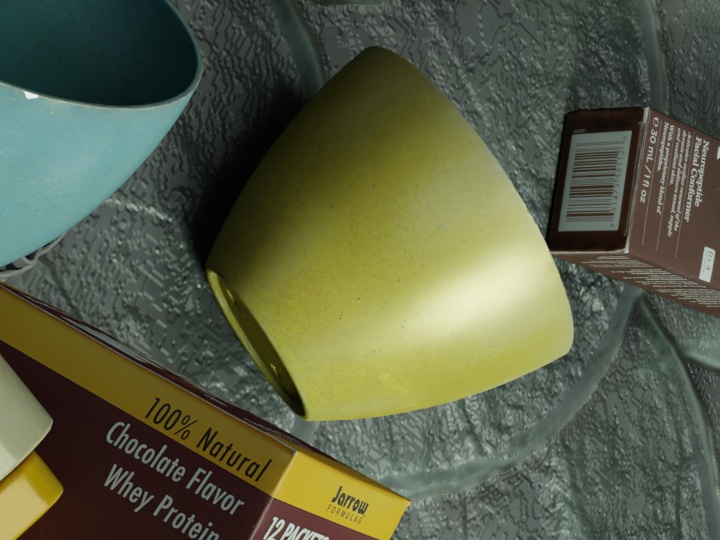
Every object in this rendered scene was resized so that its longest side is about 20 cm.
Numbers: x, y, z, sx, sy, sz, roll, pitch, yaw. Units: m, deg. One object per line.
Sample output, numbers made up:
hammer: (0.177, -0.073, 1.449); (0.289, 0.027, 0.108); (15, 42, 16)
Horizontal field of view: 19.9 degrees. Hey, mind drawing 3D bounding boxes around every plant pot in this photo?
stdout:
plant pot: (0.000, 0.000, 1.115); (0.142, 0.200, 0.201); (-33, 114, -11)
plant pot: (-0.185, -0.073, 0.870); (0.199, 0.200, 0.135); (6, 124, -43)

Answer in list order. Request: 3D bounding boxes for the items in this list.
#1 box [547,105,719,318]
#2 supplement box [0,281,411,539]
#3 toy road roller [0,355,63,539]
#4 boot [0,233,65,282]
box: (0.220, -0.035, 1.382); (0.199, 0.075, 0.101); (18, 78, -44)
supplement box: (-0.122, 0.139, 0.919); (0.201, 0.197, 0.133); (-62, 152, -3)
toy road roller: (-0.235, 0.098, 0.838); (0.200, 0.146, 0.123); (-42, 102, -22)
boot: (-0.198, -0.009, 0.961); (0.074, 0.095, 0.201); (45, 60, -50)
